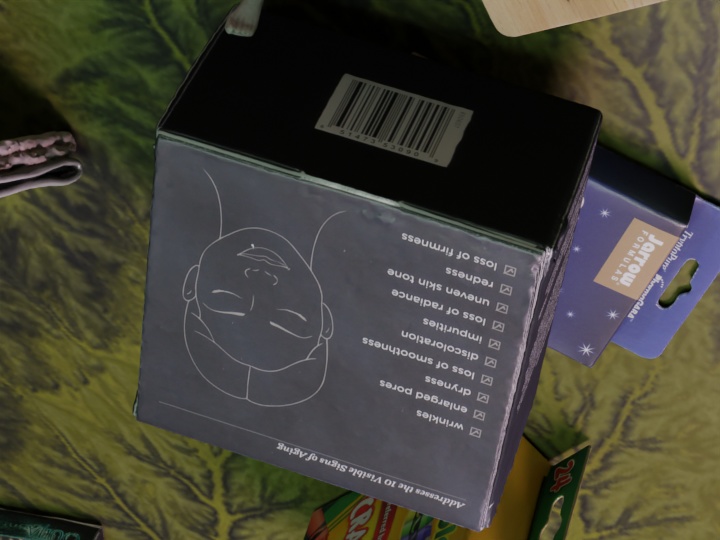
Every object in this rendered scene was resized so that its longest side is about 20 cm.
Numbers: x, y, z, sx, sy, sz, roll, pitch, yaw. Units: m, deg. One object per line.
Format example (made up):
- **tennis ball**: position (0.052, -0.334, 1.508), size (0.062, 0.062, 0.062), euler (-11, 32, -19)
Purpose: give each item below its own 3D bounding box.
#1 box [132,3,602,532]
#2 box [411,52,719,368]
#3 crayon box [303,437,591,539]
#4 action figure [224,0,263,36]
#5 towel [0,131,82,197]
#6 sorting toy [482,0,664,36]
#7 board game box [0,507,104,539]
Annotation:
- **box**: position (0.000, 0.000, 1.151), size (0.198, 0.124, 0.198), euler (17, 131, 8)
- **box**: position (0.091, -0.022, 1.204), size (0.199, 0.033, 0.122), euler (25, 133, -4)
- **crayon box**: position (0.037, 0.165, 1.324), size (0.199, 0.127, 0.051), euler (-31, 115, 36)
- **action figure**: position (-0.086, -0.235, 1.063), size (0.200, 0.104, 0.194), euler (39, 129, 19)
- **towel**: position (-0.275, -0.032, 1.225), size (0.190, 0.200, 0.033), euler (-13, 92, 28)
- **sorting toy**: position (0.118, -0.221, 0.993), size (0.197, 0.070, 0.201), euler (-11, 126, 28)
- **board game box**: position (-0.227, 0.240, 1.550), size (0.134, 0.028, 0.201), euler (7, 132, 15)
